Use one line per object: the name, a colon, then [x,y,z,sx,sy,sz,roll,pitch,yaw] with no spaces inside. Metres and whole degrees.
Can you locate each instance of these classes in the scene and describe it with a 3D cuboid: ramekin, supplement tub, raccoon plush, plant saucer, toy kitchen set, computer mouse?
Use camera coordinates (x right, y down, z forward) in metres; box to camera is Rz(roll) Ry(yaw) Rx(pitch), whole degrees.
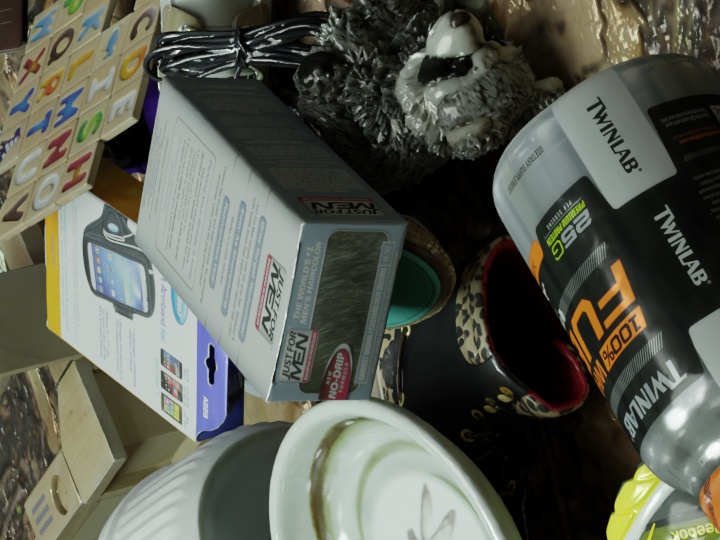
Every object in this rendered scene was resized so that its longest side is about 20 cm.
ramekin: [-0.047,0.181,1.610,0.105,0.200,0.200,-47,61,46]
supplement tub: [0.154,0.013,1.248,0.200,0.122,0.123,61,148,26]
raccoon plush: [0.052,-0.067,1.474,0.134,0.097,0.200,34,162,33]
plant saucer: [0.034,0.155,1.464,0.200,0.050,0.200,26,127,42]
toy kitchen set: [-0.231,0.076,1.916,0.200,0.163,0.180,66,150,18]
computer mouse: [-0.025,-0.068,1.600,0.140,0.046,0.200,-9,122,29]

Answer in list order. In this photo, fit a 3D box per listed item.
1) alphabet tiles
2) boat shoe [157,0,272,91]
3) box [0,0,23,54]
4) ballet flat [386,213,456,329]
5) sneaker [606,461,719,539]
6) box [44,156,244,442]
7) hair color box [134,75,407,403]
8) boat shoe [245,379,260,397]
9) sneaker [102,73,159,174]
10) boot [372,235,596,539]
alphabet tiles: [-0.176,-0.114,1.731,0.167,0.008,0.200,-28,40,43]
boat shoe: [-0.083,-0.133,1.636,0.068,0.075,0.200,-109,16,-61]
box: [-0.342,-0.260,1.965,0.166,0.164,0.200,43,137,46]
ballet flat: [0.000,0.000,1.489,0.071,0.065,0.200,49,148,-12]
sneaker: [0.149,0.173,1.374,0.085,0.074,0.200,52,143,36]
box: [-0.125,0.018,1.689,0.200,0.041,0.119,32,129,44]
hair color box: [-0.050,-0.020,1.440,0.200,0.061,0.099,-133,50,-55]
boat shoe: [-0.108,0.020,1.775,0.200,0.072,0.062,29,82,39]
sneaker: [-0.156,-0.086,1.776,0.200,0.099,0.070,2,106,61]
boot: [0.071,0.086,1.485,0.151,0.073,0.200,-37,65,59]
